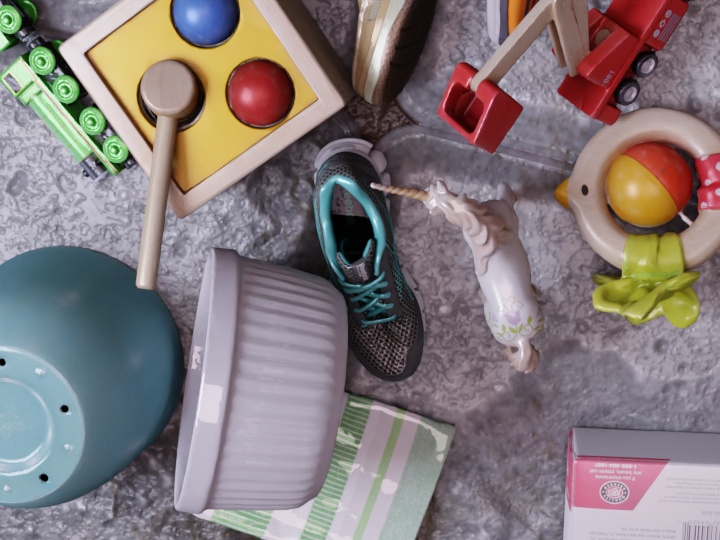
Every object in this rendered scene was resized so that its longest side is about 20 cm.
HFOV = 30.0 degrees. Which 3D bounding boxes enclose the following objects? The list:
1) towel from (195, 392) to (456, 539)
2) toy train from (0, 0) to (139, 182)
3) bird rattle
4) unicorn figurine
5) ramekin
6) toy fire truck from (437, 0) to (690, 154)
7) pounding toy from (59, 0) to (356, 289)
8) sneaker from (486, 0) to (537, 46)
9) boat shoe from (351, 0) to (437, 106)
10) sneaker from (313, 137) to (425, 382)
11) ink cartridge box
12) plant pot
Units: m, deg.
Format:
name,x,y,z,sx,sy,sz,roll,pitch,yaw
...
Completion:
name,x,y,z,sx,sy,sz,roll,pitch,yaw
towel,-0.037,0.171,1.136,0.199,0.023,0.153,18,104,2
toy train,-0.252,-0.153,1.072,0.056,0.042,0.200,-36,98,23
bird rattle,0.241,-0.053,1.017,0.163,0.113,0.200,45,101,11
unicorn figurine,0.098,-0.012,1.018,0.074,0.137,0.200,-31,99,13
ramekin,-0.076,0.088,1.018,0.104,0.200,0.201,8,105,-9
toy fire truck,0.158,-0.171,0.975,0.141,0.049,0.201,15,113,-45
pounding toy,-0.123,-0.125,1.010,0.200,0.142,0.184,-33,98,12
sneaker,0.156,-0.258,0.983,0.111,0.078,0.201,11,105,4
boat shoe,0.021,-0.228,1.017,0.076,0.072,0.201,19,97,15
sneaker,0.000,0.000,1.055,0.077,0.091,0.201,-15,102,10
ink cartridge box,0.237,0.236,1.092,0.145,0.085,0.201,2,102,5
plant pot,-0.256,0.095,1.069,0.199,0.161,0.202,1,103,6
